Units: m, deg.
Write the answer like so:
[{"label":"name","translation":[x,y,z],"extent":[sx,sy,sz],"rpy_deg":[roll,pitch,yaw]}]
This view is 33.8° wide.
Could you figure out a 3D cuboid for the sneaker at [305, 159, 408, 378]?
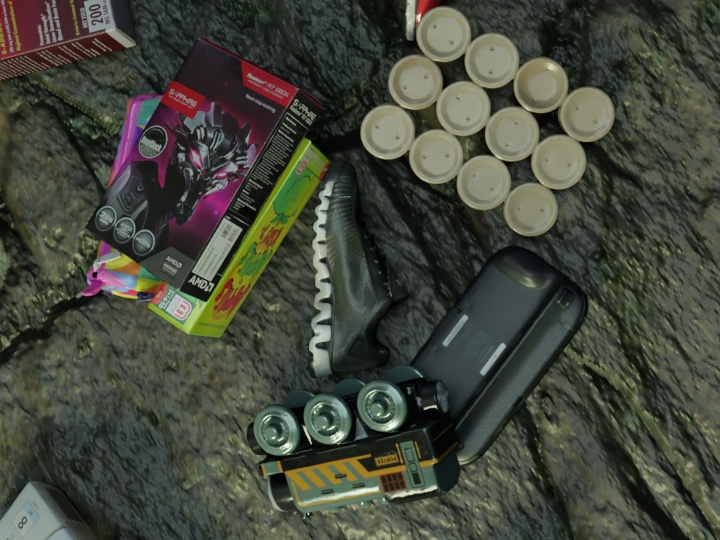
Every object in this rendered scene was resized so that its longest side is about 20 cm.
[{"label":"sneaker","translation":[0.000,0.000,1.082],"extent":[0.090,0.066,0.200],"rpy_deg":[2,89,7]}]

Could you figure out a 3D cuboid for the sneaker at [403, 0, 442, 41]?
[{"label":"sneaker","translation":[0.098,-0.300,1.088],"extent":[0.085,0.077,0.200],"rpy_deg":[23,91,2]}]

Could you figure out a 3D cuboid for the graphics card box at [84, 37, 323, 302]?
[{"label":"graphics card box","translation":[-0.136,-0.088,1.019],"extent":[0.125,0.051,0.200],"rpy_deg":[31,91,28]}]

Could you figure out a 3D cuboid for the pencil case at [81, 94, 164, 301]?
[{"label":"pencil case","translation":[-0.198,-0.066,1.106],"extent":[0.088,0.088,0.200],"rpy_deg":[10,84,10]}]

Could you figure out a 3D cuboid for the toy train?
[{"label":"toy train","translation":[-0.006,0.156,1.046],"extent":[0.200,0.085,0.114],"rpy_deg":[-16,91,24]}]

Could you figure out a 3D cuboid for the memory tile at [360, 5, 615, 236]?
[{"label":"memory tile","translation":[0.115,-0.135,1.073],"extent":[0.200,0.017,0.153],"rpy_deg":[29,96,-2]}]

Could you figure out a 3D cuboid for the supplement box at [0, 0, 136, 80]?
[{"label":"supplement box","translation":[-0.331,-0.254,1.160],"extent":[0.200,0.061,0.109],"rpy_deg":[-13,83,9]}]

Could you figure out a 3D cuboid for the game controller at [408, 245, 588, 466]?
[{"label":"game controller","translation":[0.114,0.076,1.073],"extent":[0.104,0.042,0.200],"rpy_deg":[38,91,25]}]

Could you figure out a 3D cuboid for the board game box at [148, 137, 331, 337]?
[{"label":"board game box","translation":[-0.107,-0.036,1.082],"extent":[0.048,0.102,0.200],"rpy_deg":[33,91,10]}]

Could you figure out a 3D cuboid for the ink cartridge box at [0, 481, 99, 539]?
[{"label":"ink cartridge box","translation":[-0.310,0.319,1.079],"extent":[0.160,0.047,0.200],"rpy_deg":[38,91,38]}]
